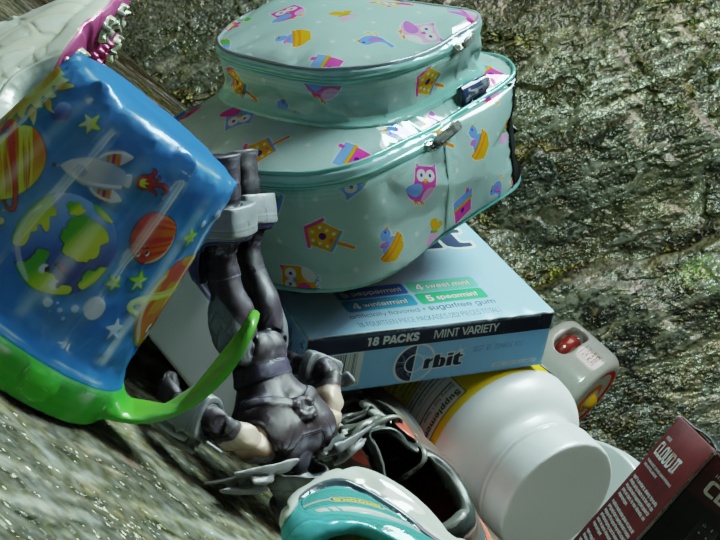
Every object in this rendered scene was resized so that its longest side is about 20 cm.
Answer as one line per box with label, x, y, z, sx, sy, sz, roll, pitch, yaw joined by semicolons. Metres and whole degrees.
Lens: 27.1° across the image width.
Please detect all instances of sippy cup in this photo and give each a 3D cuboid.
sippy cup;-0.132;-0.022;0.683;0.178;0.130;0.140;36;5;-43

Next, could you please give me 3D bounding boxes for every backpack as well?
backpack;-0.016;-0.079;0.895;0.176;0.200;0.154;17;-46;33

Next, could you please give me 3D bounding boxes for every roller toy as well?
roller toy;0.369;0.196;2.686;0.140;0.183;0.200;43;4;22

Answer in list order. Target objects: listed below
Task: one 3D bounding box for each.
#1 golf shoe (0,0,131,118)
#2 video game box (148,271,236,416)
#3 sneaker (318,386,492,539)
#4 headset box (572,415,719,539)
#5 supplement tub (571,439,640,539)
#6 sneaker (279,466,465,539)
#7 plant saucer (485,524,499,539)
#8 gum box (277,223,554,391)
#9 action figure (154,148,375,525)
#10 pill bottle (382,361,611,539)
golf shoe;-0.198;-0.107;0.799;0.091;0.200;0.075;32;-42;4
video game box;-0.124;-0.005;0.888;0.200;0.047;0.182;55;-5;-24
sneaker;0.010;0.101;0.879;0.200;0.077;0.082;43;-23;33
headset box;0.147;0.173;0.638;0.149;0.200;0.077;39;4;-3
supplement tub;0.214;0.227;1.213;0.132;0.132;0.200;43;5;40
sneaker;0.045;0.171;0.713;0.200;0.078;0.080;30;9;1
plant saucer;0.067;0.184;0.989;0.200;0.035;0.200;39;4;-3
gum box;0.000;0.000;0.964;0.170;0.045;0.200;-6;33;-27
action figure;-0.056;0.038;0.779;0.130;0.069;0.200;-12;88;-63
pill bottle;0.070;0.092;0.983;0.112;0.112;0.200;36;5;-45
